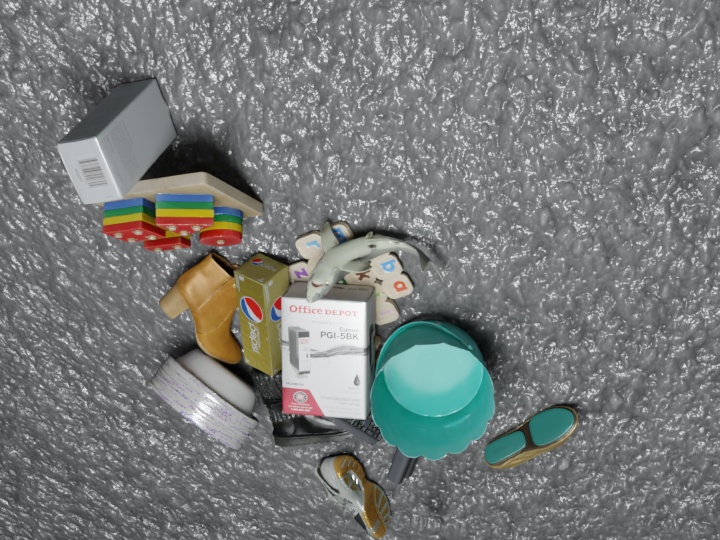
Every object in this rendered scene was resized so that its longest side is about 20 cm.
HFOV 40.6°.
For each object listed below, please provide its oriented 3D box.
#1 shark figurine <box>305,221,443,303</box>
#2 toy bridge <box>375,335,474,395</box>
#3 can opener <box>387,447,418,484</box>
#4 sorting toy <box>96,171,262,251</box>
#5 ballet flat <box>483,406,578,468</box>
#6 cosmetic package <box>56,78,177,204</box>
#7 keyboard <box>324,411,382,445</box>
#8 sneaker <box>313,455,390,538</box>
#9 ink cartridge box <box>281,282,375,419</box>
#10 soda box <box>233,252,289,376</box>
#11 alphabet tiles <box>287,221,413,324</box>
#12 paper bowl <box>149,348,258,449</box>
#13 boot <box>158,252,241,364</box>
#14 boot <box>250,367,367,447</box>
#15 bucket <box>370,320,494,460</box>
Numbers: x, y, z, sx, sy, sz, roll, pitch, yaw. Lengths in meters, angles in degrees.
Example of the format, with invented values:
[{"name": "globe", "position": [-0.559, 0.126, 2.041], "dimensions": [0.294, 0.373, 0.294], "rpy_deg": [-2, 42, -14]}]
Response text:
[{"name": "shark figurine", "position": [0.016, -0.015, 1.528], "dimensions": [0.212, 0.129, 0.090], "rpy_deg": [-12, 148, 2]}, {"name": "toy bridge", "position": [0.093, 0.172, 1.669], "dimensions": [0.198, 0.027, 0.068], "rpy_deg": [22, 127, -2]}, {"name": "can opener", "position": [0.082, 0.298, 1.757], "dimensions": [0.067, 0.053, 0.201], "rpy_deg": [39, 133, 27]}, {"name": "sorting toy", "position": [-0.278, -0.080, 1.493], "dimensions": [0.197, 0.200, 0.070], "rpy_deg": [-6, 78, 19]}, {"name": "ballet flat", "position": [0.304, 0.290, 1.683], "dimensions": [0.199, 0.069, 0.063], "rpy_deg": [-31, 140, 33]}, {"name": "cosmetic package", "position": [-0.353, -0.193, 1.429], "dimensions": [0.073, 0.201, 0.103], "rpy_deg": [-5, 121, 19]}, {"name": "keyboard", "position": [-0.021, 0.205, 1.679], "dimensions": [0.199, 0.021, 0.128], "rpy_deg": [32, 85, -12]}, {"name": "sneaker", "position": [-0.015, 0.429, 1.862], "dimensions": [0.087, 0.076, 0.201], "rpy_deg": [-11, 119, 40]}, {"name": "ink cartridge box", "position": [-0.053, 0.130, 1.584], "dimensions": [0.145, 0.083, 0.202], "rpy_deg": [2, 105, 10]}, {"name": "soda box", "position": [-0.159, 0.076, 1.634], "dimensions": [0.067, 0.064, 0.202], "rpy_deg": [23, 133, 29]}, {"name": "alphabet tiles", "position": [-0.020, 0.013, 1.597], "dimensions": [0.194, 0.015, 0.201], "rpy_deg": [-19, 117, 26]}, {"name": "paper bowl", "position": [-0.264, 0.216, 1.714], "dimensions": [0.200, 0.201, 0.105], "rpy_deg": [38, 82, -12]}, {"name": "boot", "position": [-0.230, 0.067, 1.663], "dimensions": [0.143, 0.071, 0.201], "rpy_deg": [-35, 124, 16]}, {"name": "boot", "position": [-0.080, 0.221, 1.720], "dimensions": [0.209, 0.080, 0.160], "rpy_deg": [-11, 107, 6]}, {"name": "bucket", "position": [0.116, 0.185, 1.575], "dimensions": [0.205, 0.135, 0.210], "rpy_deg": [1, 107, 4]}]
